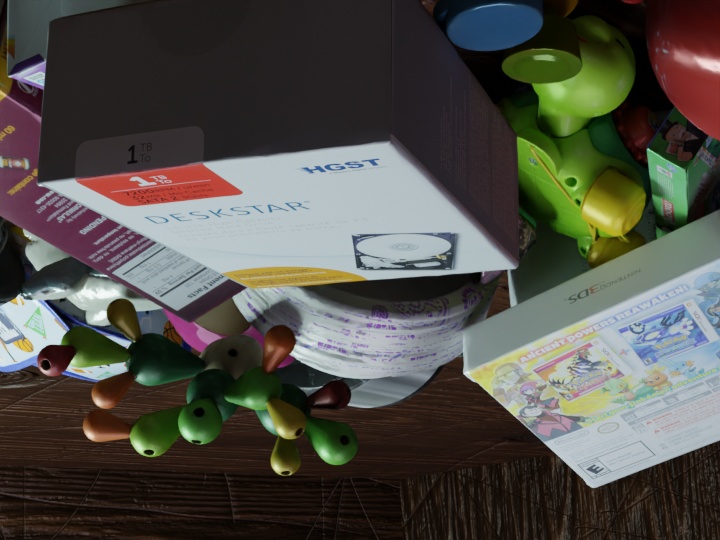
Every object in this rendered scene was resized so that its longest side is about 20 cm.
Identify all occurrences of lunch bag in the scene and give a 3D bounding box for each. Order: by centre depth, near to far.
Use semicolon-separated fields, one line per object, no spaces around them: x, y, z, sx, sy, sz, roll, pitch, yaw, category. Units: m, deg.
-0.280;0.031;1.169;0.200;0.124;0.170;22;152;-37;lunch bag

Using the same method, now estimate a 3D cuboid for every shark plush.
-0.143;-0.021;0.815;0.199;0.084;0.091;-10;160;32;shark plush

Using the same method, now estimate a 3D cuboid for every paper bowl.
0.000;0.000;0.919;0.200;0.201;0.105;1;130;-16;paper bowl

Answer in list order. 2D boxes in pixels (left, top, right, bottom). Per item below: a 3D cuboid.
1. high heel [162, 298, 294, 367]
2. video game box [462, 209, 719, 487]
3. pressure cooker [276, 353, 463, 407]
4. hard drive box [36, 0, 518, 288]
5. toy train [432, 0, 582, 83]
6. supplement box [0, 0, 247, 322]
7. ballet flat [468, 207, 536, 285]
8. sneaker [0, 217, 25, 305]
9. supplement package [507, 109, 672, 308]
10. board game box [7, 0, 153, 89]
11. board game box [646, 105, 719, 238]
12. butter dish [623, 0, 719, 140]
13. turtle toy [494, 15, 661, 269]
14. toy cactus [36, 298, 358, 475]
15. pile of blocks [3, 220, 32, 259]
-0.113;0.010;0.913;0.200;0.068;0.096;32;151;-22;high heel
0.201;0.063;0.856;0.200;0.047;0.182;-27;134;25;video game box
-0.007;0.037;1.120;0.178;0.176;0.200;-38;157;13;pressure cooker
-0.025;-0.054;0.569;0.155;0.077;0.200;-5;165;21;hard drive box
0.090;-0.142;0.602;0.084;0.116;0.200;-7;165;28;toy train
-0.140;-0.071;0.703;0.086;0.111;0.200;-30;134;33;supplement box
0.038;-0.062;0.809;0.200;0.071;0.069;45;167;-26;ballet flat
-0.292;-0.037;0.956;0.115;0.075;0.200;-15;148;17;sneaker
0.194;0.000;1.012;0.147;0.192;0.200;-6;165;7;supplement package
-0.070;-0.130;0.641;0.103;0.105;0.200;-15;161;34;board game box
0.238;-0.094;0.809;0.029;0.135;0.200;33;176;20;board game box
0.192;-0.140;0.589;0.147;0.200;0.200;15;175;29;butter dish
0.142;-0.088;0.825;0.146;0.101;0.200;33;167;23;turtle toy
-0.094;0.065;0.803;0.199;0.103;0.165;9;-169;3;toy cactus
-0.216;-0.055;1.009;0.199;0.082;0.062;-3;-149;36;pile of blocks
